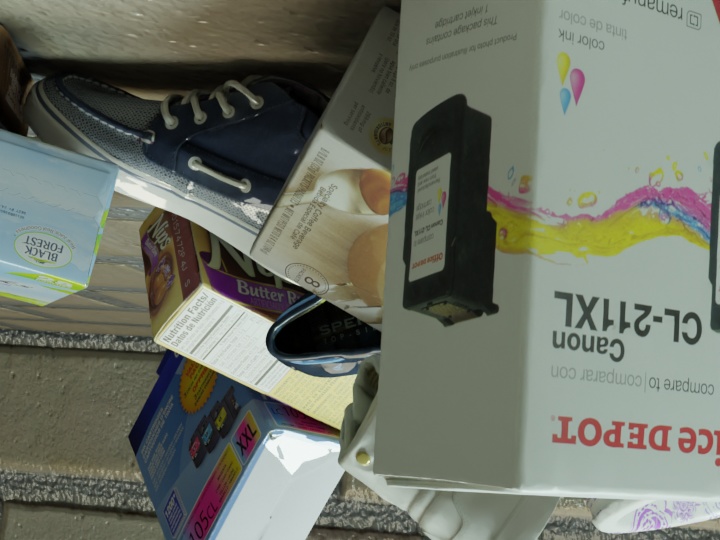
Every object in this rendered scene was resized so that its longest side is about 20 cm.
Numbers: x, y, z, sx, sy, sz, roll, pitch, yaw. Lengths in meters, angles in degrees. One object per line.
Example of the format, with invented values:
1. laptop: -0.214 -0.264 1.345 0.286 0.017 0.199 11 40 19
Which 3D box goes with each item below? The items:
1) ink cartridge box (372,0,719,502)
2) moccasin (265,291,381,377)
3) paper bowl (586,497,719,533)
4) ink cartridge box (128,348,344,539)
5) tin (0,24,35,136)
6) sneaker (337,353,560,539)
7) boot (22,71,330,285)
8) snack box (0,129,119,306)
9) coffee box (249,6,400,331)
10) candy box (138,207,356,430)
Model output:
1. ink cartridge box: 0.089 -0.018 0.486 0.144 0.204 0.082 8 172 -34
2. moccasin: 0.038 0.021 0.739 0.198 0.081 0.068 -27 172 21
3. paper bowl: 0.217 0.076 0.768 0.197 0.106 0.201 -12 159 -5
4. ink cartridge box: -0.095 0.114 0.954 0.076 0.138 0.200 18 -159 -31
5. tin: -0.232 -0.099 0.695 0.110 0.043 0.200 0 173 -6
6. sneaker: 0.056 0.069 0.684 0.115 0.074 0.200 36 -156 5
7. boot: -0.078 -0.076 0.712 0.198 0.091 0.073 27 -153 -4
8. snack box: -0.227 -0.037 0.694 0.166 0.069 0.200 17 170 -17
9. coffee box: 0.063 -0.013 0.611 0.198 0.080 0.115 29 146 -5
10. candy box: -0.048 0.031 0.881 0.199 0.117 0.056 31 115 -32
